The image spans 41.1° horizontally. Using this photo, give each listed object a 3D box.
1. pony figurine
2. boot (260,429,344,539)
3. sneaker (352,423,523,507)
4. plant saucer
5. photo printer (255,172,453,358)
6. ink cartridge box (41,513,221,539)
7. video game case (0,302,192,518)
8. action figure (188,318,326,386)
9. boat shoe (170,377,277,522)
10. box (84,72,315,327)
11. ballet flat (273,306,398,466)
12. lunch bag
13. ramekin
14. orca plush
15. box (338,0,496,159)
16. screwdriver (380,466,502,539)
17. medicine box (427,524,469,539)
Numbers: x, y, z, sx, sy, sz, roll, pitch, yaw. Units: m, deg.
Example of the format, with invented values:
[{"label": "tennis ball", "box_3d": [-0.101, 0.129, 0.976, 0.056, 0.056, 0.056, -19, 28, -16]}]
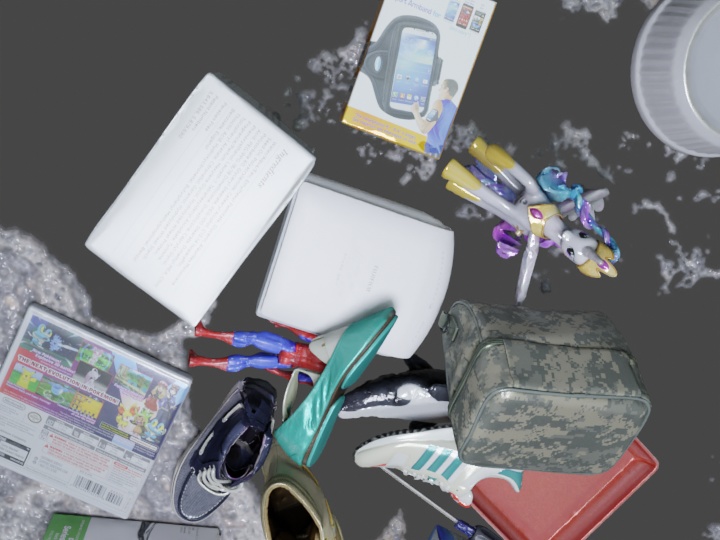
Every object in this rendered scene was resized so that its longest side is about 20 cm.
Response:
[{"label": "pony figurine", "box_3d": [0.183, -0.054, 1.028, 0.199, 0.193, 0.168, 38, 92, 7]}, {"label": "boot", "box_3d": [-0.062, 0.294, 1.069, 0.071, 0.156, 0.204, -18, 103, -2]}, {"label": "sneaker", "box_3d": [0.090, 0.222, 1.082, 0.196, 0.070, 0.095, -8, 81, 4]}, {"label": "plant saucer", "box_3d": [0.223, 0.229, 1.150, 0.200, 0.037, 0.200, -44, 102, 3]}, {"label": "photo printer", "box_3d": [0.000, 0.000, 1.061, 0.197, 0.069, 0.169, 18, 99, -10]}, {"label": "ink cartridge box", "box_3d": [-0.265, 0.370, 1.098, 0.196, 0.084, 0.149, 6, 101, -7]}, {"label": "video game case", "box_3d": [-0.315, 0.160, 1.082, 0.197, 0.023, 0.185, 26, 97, -10]}, {"label": "action figure", "box_3d": [-0.091, 0.091, 1.081, 0.196, 0.052, 0.067, 11, 106, -13]}, {"label": "boat shoe", "box_3d": [-0.157, 0.219, 1.061, 0.074, 0.093, 0.202, 24, 110, -14]}, {"label": "box", "box_3d": [-0.153, -0.080, 0.961, 0.130, 0.199, 0.201, 36, 95, -11]}, {"label": "ballet flat", "box_3d": [-0.036, 0.112, 1.024, 0.070, 0.067, 0.202, 32, 102, 11]}, {"label": "lunch bag", "box_3d": [0.189, 0.110, 1.019, 0.196, 0.170, 0.141, 6, 134, -14]}, {"label": "ramekin", "box_3d": [0.405, -0.222, 1.050, 0.198, 0.094, 0.207, -1, 102, -6]}, {"label": "orca plush", "box_3d": [0.053, 0.135, 1.113, 0.196, 0.072, 0.106, -9, 147, 5]}, {"label": "box", "box_3d": [0.064, -0.236, 1.037, 0.117, 0.042, 0.203, 18, 101, -10]}, {"label": "screwdriver", "box_3d": [0.100, 0.291, 1.146, 0.198, 0.028, 0.029, 32, 123, 2]}, {"label": "medicine box", "box_3d": [0.138, 0.440, 1.149, 0.197, 0.103, 0.184, 27, 97, -11]}]
